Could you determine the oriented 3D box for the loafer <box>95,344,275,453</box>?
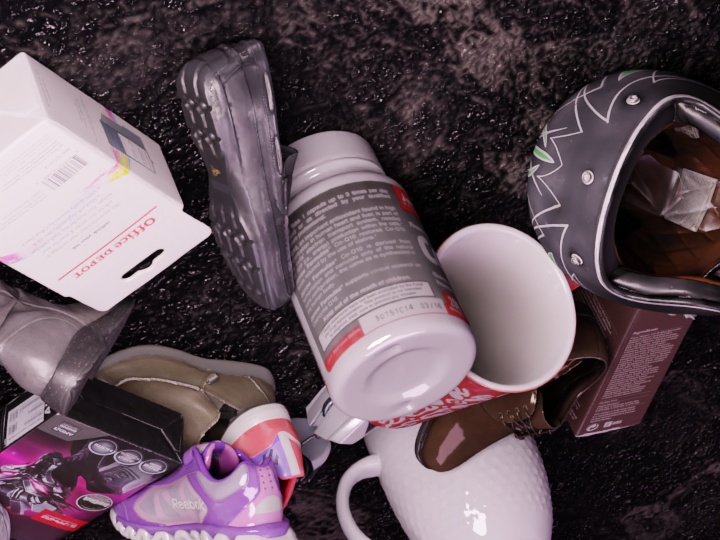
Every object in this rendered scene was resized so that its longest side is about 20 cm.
[{"bbox_3d":[-0.148,0.112,1.702,0.199,0.070,0.075,4,138,-36],"label":"loafer"}]

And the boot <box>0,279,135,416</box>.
[{"bbox_3d":[-0.245,0.029,1.517,0.131,0.200,0.070,29,100,-2],"label":"boot"}]

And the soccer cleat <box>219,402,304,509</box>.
[{"bbox_3d":[-0.099,0.194,1.722,0.068,0.073,0.200,-7,144,-32],"label":"soccer cleat"}]

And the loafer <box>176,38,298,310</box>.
[{"bbox_3d":[-0.073,-0.066,1.453,0.070,0.068,0.202,-27,121,-26],"label":"loafer"}]

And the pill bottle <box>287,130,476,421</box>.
[{"bbox_3d":[0.000,0.000,1.519,0.113,0.201,0.114,-16,146,-11],"label":"pill bottle"}]

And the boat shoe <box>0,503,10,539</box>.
[{"bbox_3d":[-0.321,0.200,1.624,0.073,0.067,0.201,3,142,0],"label":"boat shoe"}]

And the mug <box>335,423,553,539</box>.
[{"bbox_3d":[0.075,0.204,1.871,0.199,0.176,0.148,-13,145,-15],"label":"mug"}]

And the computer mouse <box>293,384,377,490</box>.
[{"bbox_3d":[-0.013,0.112,1.781,0.199,0.110,0.044,-33,127,-8],"label":"computer mouse"}]

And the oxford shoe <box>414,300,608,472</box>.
[{"bbox_3d":[0.128,0.114,1.761,0.200,0.085,0.073,-41,129,15],"label":"oxford shoe"}]

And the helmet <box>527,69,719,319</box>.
[{"bbox_3d":[0.222,-0.062,1.577,0.189,0.201,0.201,18,138,-2],"label":"helmet"}]

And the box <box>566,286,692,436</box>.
[{"bbox_3d":[0.228,0.047,1.819,0.074,0.101,0.201,-10,145,-20],"label":"box"}]

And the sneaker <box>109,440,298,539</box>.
[{"bbox_3d":[-0.127,0.178,1.652,0.080,0.089,0.199,-11,-171,-43],"label":"sneaker"}]

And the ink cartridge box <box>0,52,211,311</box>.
[{"bbox_3d":[-0.207,-0.056,1.434,0.117,0.068,0.200,-35,145,15],"label":"ink cartridge box"}]

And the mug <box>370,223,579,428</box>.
[{"bbox_3d":[0.085,0.058,1.666,0.176,0.134,0.200,5,161,-26],"label":"mug"}]

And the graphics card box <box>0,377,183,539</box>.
[{"bbox_3d":[-0.250,0.155,1.661,0.125,0.051,0.200,27,135,-34],"label":"graphics card box"}]

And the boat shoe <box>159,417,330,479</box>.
[{"bbox_3d":[-0.122,0.184,1.829,0.199,0.070,0.066,-15,145,-26],"label":"boat shoe"}]
